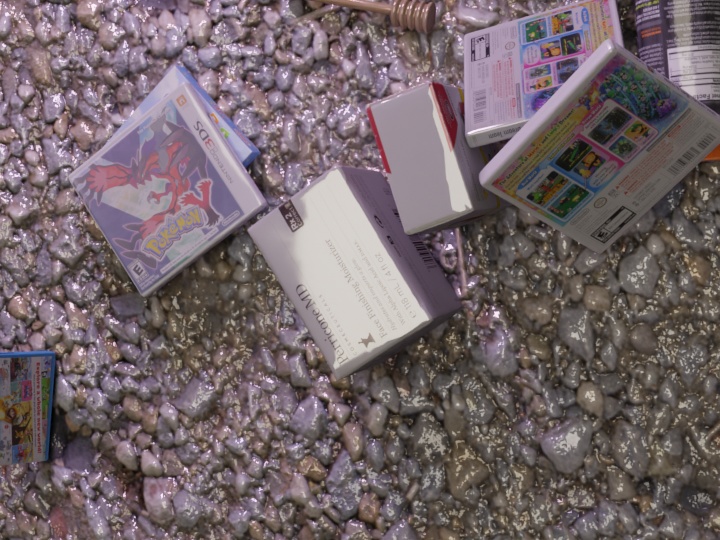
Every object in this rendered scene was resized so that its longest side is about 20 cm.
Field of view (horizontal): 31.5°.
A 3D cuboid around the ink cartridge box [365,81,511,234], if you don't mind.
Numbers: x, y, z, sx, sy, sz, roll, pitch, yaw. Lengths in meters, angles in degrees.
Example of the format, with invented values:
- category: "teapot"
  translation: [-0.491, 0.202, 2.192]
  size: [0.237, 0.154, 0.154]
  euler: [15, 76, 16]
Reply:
- category: "ink cartridge box"
  translation: [0.093, -0.125, 1.417]
  size: [0.082, 0.200, 0.147]
  euler: [-20, 88, 20]

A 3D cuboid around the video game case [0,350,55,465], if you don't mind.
- category: "video game case"
  translation: [-0.479, 0.176, 1.607]
  size: [0.018, 0.198, 0.146]
  euler: [9, 95, 45]

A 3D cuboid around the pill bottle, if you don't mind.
- category: "pill bottle"
  translation: [0.356, -0.217, 1.389]
  size: [0.105, 0.106, 0.203]
  euler: [-3, 92, 16]

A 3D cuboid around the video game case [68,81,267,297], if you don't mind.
- category: "video game case"
  translation: [-0.240, -0.098, 1.570]
  size: [0.199, 0.023, 0.183]
  euler: [-36, 84, 15]

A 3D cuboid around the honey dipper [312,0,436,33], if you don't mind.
- category: "honey dipper"
  translation: [-0.008, -0.320, 1.525]
  size: [0.197, 0.038, 0.039]
  euler: [14, 96, 16]

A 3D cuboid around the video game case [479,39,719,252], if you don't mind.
- category: "video game case"
  translation: [0.253, -0.122, 1.324]
  size: [0.181, 0.024, 0.200]
  euler: [26, 124, -28]

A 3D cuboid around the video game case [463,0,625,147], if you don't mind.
- category: "video game case"
  translation: [0.202, -0.223, 1.404]
  size: [0.179, 0.202, 0.024]
  euler: [-13, 130, 16]

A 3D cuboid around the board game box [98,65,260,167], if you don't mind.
- category: "board game box"
  translation: [-0.244, -0.131, 1.600]
  size: [0.200, 0.037, 0.151]
  euler: [-45, 81, 12]

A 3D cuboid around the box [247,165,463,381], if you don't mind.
- category: "box"
  translation: [0.000, 0.000, 1.452]
  size: [0.130, 0.200, 0.200]
  euler: [-34, 84, 14]
